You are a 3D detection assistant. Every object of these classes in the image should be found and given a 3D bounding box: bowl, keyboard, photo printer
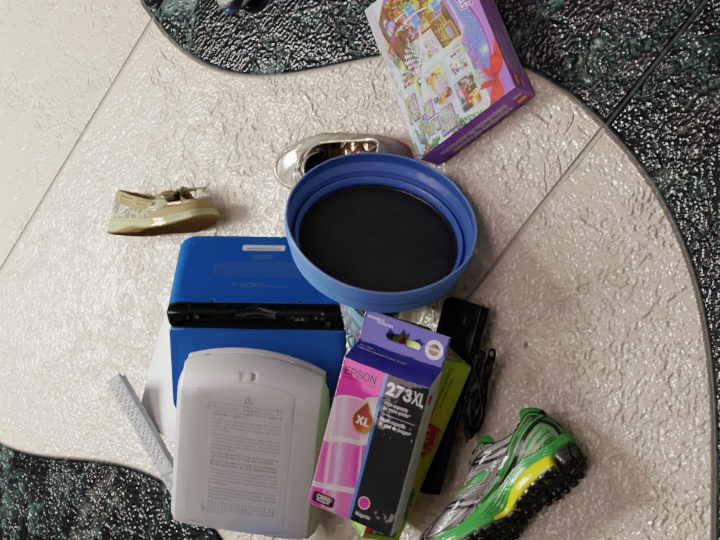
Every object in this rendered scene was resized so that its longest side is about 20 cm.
[{"bbox_3d":[0.020,-0.039,1.280,0.201,0.198,0.040,53,151,33],"label":"bowl"},{"bbox_3d":[-0.249,0.216,1.514,0.056,0.011,0.202,-30,89,55],"label":"keyboard"},{"bbox_3d":[-0.168,0.140,1.482,0.199,0.069,0.169,21,97,41],"label":"photo printer"},{"bbox_3d":[0.099,0.134,1.283,0.104,0.039,0.203,19,95,61],"label":"keyboard"},{"bbox_3d":[-0.119,0.181,1.348,0.164,0.070,0.203,7,111,3],"label":"photo printer"}]

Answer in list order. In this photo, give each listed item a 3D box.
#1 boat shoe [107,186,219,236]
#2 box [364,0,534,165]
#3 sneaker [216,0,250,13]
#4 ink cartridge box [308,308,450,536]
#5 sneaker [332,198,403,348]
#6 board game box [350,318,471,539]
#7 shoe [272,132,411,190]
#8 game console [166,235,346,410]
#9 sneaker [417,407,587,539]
[{"bbox_3d":[-0.256,-0.080,1.590,0.198,0.073,0.064,-3,84,41],"label":"boat shoe"},{"bbox_3d":[0.091,-0.234,1.336,0.136,0.039,0.202,-34,62,33],"label":"box"},{"bbox_3d":[-0.175,-0.423,1.566,0.076,0.085,0.204,-8,79,39],"label":"sneaker"},{"bbox_3d":[0.018,0.148,1.225,0.093,0.037,0.203,18,98,19],"label":"ink cartridge box"},{"bbox_3d":[0.000,0.000,1.334,0.096,0.078,0.202,105,170,-46],"label":"sneaker"},{"bbox_3d":[0.037,0.164,1.290,0.102,0.047,0.202,43,114,59],"label":"board game box"},{"bbox_3d":[-0.033,-0.127,1.416,0.198,0.053,0.071,-2,82,41],"label":"shoe"},{"bbox_3d":[-0.110,0.061,1.405,0.196,0.119,0.172,1,48,4],"label":"game console"},{"bbox_3d":[0.129,0.216,1.219,0.200,0.078,0.086,-44,51,17],"label":"sneaker"}]
